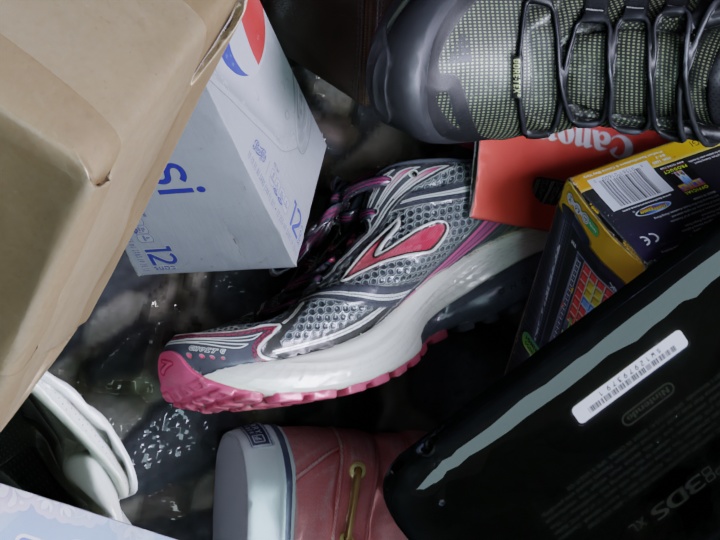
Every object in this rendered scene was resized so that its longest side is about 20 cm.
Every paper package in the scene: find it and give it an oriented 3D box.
[{"bbox_3d":[-0.164,-0.058,0.884,0.200,0.191,0.104,33,47,1],"label":"paper package"}]

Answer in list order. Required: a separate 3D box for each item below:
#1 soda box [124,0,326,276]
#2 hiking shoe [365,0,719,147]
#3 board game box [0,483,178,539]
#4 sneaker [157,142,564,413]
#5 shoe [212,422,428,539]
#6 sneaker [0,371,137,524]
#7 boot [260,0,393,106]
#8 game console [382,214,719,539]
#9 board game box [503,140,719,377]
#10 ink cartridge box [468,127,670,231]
[{"bbox_3d":[-0.077,-0.084,1.003,0.200,0.068,0.064,64,30,-46],"label":"soda box"},{"bbox_3d":[0.101,-0.084,1.015,0.200,0.101,0.076,-13,111,-26],"label":"hiking shoe"},{"bbox_3d":[-0.186,0.125,0.998,0.200,0.199,0.043,21,53,-29],"label":"board game box"},{"bbox_3d":[0.000,0.000,1.108,0.200,0.081,0.075,-28,102,-33],"label":"sneaker"},{"bbox_3d":[-0.014,0.160,1.149,0.091,0.071,0.201,0,101,-18],"label":"shoe"},{"bbox_3d":[-0.116,0.104,1.060,0.074,0.116,0.200,-37,118,-14],"label":"sneaker"},{"bbox_3d":[0.049,-0.159,1.047,0.064,0.186,0.201,-26,120,-64],"label":"boot"},{"bbox_3d":[0.113,0.063,1.094,0.200,0.116,0.176,-37,118,-1],"label":"game console"},{"bbox_3d":[0.157,0.010,1.139,0.200,0.057,0.166,-20,143,-28],"label":"board game box"},{"bbox_3d":[0.107,-0.113,1.106,0.109,0.050,0.201,9,84,-31],"label":"ink cartridge box"}]
